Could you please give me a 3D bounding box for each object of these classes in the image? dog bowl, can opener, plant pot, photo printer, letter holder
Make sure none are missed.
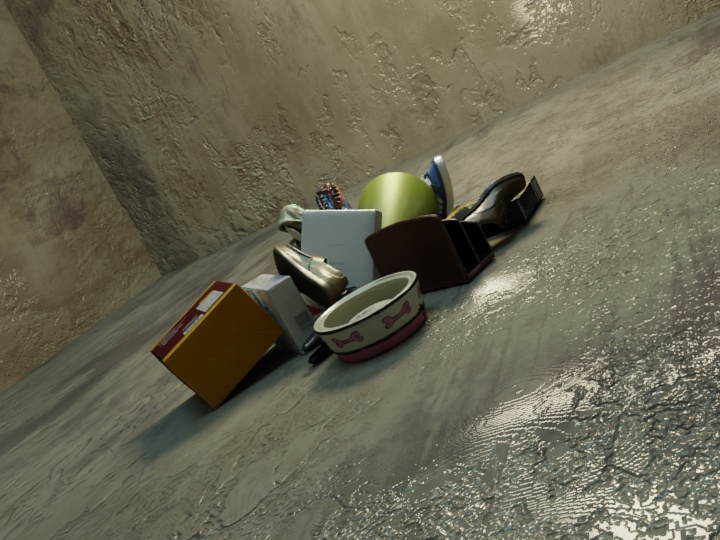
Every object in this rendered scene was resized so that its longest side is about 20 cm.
[{"bbox_3d":[0.023,0.081,1.352,0.199,0.074,0.200,-27,12,6],"label":"dog bowl"},{"bbox_3d":[-0.040,0.100,1.461,0.078,0.064,0.200,-21,24,45],"label":"can opener"},{"bbox_3d":[0.075,-0.086,1.743,0.186,0.188,0.201,-23,27,22],"label":"plant pot"},{"bbox_3d":[-0.040,-0.020,1.588,0.165,0.202,0.069,1,-6,12],"label":"photo printer"},{"bbox_3d":[0.123,-0.045,1.487,0.199,0.143,0.100,-16,16,47],"label":"letter holder"}]

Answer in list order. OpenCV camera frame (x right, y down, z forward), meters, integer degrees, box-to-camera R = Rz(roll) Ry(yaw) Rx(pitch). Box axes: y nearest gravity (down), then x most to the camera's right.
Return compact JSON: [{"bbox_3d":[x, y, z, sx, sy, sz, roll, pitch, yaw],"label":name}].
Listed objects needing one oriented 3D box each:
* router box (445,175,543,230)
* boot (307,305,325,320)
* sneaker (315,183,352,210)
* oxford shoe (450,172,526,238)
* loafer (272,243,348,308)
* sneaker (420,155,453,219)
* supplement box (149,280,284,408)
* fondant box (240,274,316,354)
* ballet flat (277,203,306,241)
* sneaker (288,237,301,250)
[{"bbox_3d":[0.272,-0.119,1.681,0.199,0.052,0.157,-21,15,33],"label":"router box"},{"bbox_3d":[-0.061,0.008,1.682,0.199,0.145,0.072,-32,11,-25],"label":"boot"},{"bbox_3d":[-0.032,-0.103,1.758,0.075,0.201,0.078,-29,-31,18],"label":"sneaker"},{"bbox_3d":[0.258,-0.110,1.534,0.200,0.073,0.084,-43,59,-12],"label":"oxford shoe"},{"bbox_3d":[-0.096,0.005,1.523,0.067,0.076,0.200,-28,45,-28],"label":"loafer"},{"bbox_3d":[0.136,-0.162,1.838,0.145,0.201,0.081,-14,44,-2],"label":"sneaker"},{"bbox_3d":[-0.286,0.138,1.556,0.197,0.133,0.200,-49,17,-14],"label":"supplement box"},{"bbox_3d":[-0.157,0.083,1.582,0.058,0.145,0.200,-33,13,-20],"label":"fondant box"},{"bbox_3d":[-0.083,-0.075,1.668,0.199,0.070,0.069,21,26,10],"label":"ballet flat"},{"bbox_3d":[-0.117,-0.056,1.766,0.076,0.071,0.200,-45,-6,28],"label":"sneaker"}]
